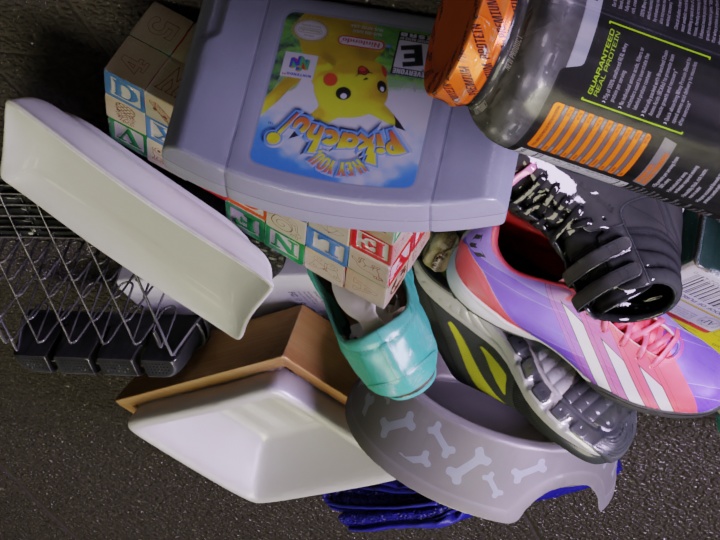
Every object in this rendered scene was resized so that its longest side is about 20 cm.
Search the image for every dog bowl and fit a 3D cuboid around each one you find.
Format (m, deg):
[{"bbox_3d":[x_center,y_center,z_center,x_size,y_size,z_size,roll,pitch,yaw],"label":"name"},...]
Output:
[{"bbox_3d":[0.092,0.097,1.704,0.200,0.200,0.059,15,115,-5],"label":"dog bowl"}]

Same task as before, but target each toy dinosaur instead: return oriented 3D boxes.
[{"bbox_3d":[0.036,-0.069,1.533,0.088,0.047,0.200,8,151,1],"label":"toy dinosaur"}]

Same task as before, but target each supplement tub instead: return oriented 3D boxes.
[{"bbox_3d":[0.143,-0.107,1.303,0.200,0.123,0.123,19,155,-12],"label":"supplement tub"}]

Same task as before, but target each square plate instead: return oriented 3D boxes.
[{"bbox_3d":[-0.143,-0.035,1.577,0.198,0.028,0.200,34,165,-1],"label":"square plate"}]

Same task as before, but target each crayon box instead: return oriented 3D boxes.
[{"bbox_3d":[0.211,0.025,1.637,0.127,0.051,0.200,25,152,-25],"label":"crayon box"}]

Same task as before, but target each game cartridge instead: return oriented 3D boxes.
[{"bbox_3d":[-0.006,-0.089,1.398,0.200,0.133,0.040,9,155,6],"label":"game cartridge"}]

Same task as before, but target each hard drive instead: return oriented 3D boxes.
[{"bbox_3d":[-0.061,0.027,1.799,0.200,0.027,0.132,-2,152,28],"label":"hard drive"}]

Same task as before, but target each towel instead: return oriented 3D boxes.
[{"bbox_3d":[0.089,0.168,1.888,0.148,0.050,0.200,-5,-178,43],"label":"towel"}]

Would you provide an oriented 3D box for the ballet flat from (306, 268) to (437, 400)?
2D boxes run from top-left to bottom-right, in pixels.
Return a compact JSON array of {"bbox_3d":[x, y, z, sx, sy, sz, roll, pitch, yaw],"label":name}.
[{"bbox_3d":[0.000,0.000,1.572,0.067,0.200,0.070,-27,128,2],"label":"ballet flat"}]

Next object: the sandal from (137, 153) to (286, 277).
[{"bbox_3d":[-0.100,-0.064,1.615,0.075,0.045,0.200,-6,136,23],"label":"sandal"}]

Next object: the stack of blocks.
[{"bbox_3d":[-0.054,-0.069,1.479,0.200,0.059,0.115,28,156,10],"label":"stack of blocks"}]

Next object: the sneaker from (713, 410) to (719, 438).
[{"bbox_3d":[0.282,0.117,1.722,0.077,0.080,0.200,-11,173,17],"label":"sneaker"}]

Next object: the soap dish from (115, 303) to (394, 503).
[{"bbox_3d":[-0.060,0.100,1.816,0.157,0.081,0.200,34,148,-31],"label":"soap dish"}]

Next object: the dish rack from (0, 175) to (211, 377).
[{"bbox_3d":[-0.209,-0.002,1.752,0.153,0.055,0.200,0,134,24],"label":"dish rack"}]

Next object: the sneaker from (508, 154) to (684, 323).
[{"bbox_3d":[0.126,-0.032,1.472,0.200,0.099,0.071,22,138,-34],"label":"sneaker"}]

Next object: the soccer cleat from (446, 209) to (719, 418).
[{"bbox_3d":[0.152,0.027,1.551,0.200,0.068,0.073,29,145,0],"label":"soccer cleat"}]

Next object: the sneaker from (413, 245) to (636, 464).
[{"bbox_3d":[0.108,0.058,1.637,0.200,0.074,0.085,49,151,23],"label":"sneaker"}]
